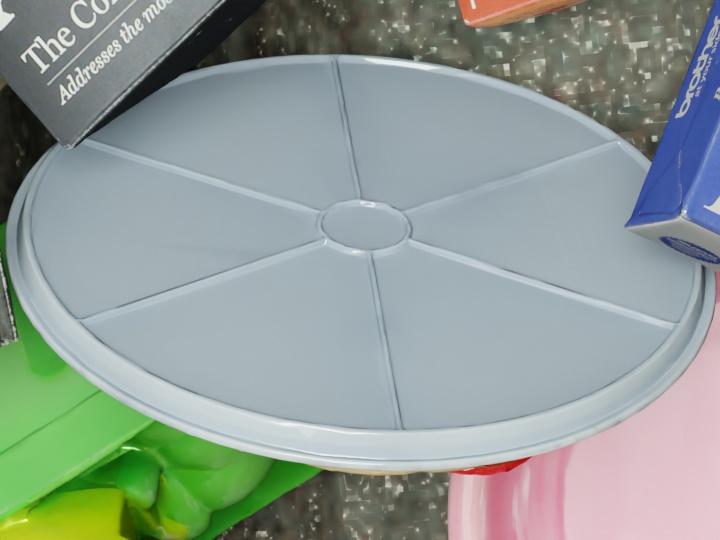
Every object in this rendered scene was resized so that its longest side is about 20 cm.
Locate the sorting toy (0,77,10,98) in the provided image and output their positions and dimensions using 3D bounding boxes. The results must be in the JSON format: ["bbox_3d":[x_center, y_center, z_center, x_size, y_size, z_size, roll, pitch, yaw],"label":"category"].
[{"bbox_3d":[-0.144,-0.170,0.895,0.199,0.070,0.200,-43,92,17],"label":"sorting toy"}]

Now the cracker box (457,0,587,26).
[{"bbox_3d":[0.068,-0.185,0.826,0.134,0.058,0.201,-16,91,40],"label":"cracker box"}]

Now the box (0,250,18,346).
[{"bbox_3d":[-0.205,-0.053,0.734,0.199,0.048,0.194,-12,105,-9],"label":"box"}]

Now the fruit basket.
[{"bbox_3d":[-0.085,0.093,0.871,0.215,0.155,0.217,-4,81,25],"label":"fruit basket"}]

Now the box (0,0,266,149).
[{"bbox_3d":[-0.058,-0.171,0.773,0.200,0.104,0.182,-41,91,25],"label":"box"}]

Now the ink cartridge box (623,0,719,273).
[{"bbox_3d":[0.181,-0.014,0.776,0.199,0.044,0.094,25,81,-13],"label":"ink cartridge box"}]

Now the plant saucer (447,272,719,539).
[{"bbox_3d":[0.127,0.076,0.858,0.200,0.051,0.201,2,95,19],"label":"plant saucer"}]

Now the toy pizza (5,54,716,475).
[{"bbox_3d":[0.000,0.000,0.804,0.199,0.200,0.032,16,126,16],"label":"toy pizza"}]
